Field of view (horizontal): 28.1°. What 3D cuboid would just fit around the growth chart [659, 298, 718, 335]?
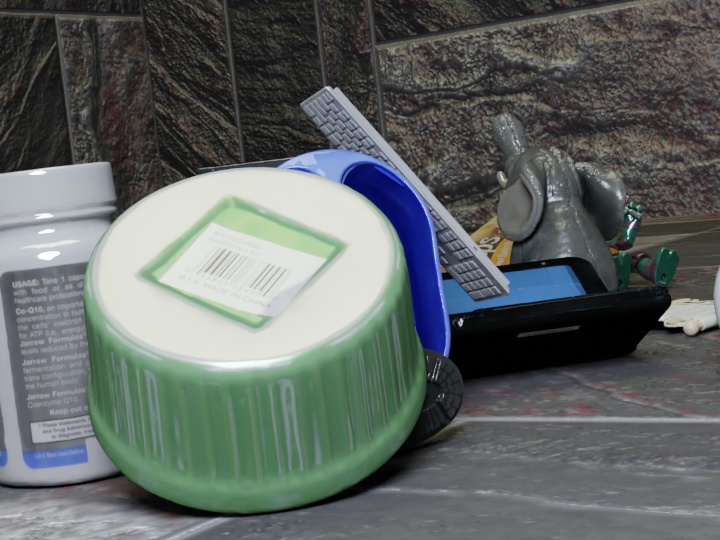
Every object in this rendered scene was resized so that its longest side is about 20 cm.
[{"bbox_3d":[0.284,0.041,1.376,0.144,0.018,0.200,-9,5,-37],"label":"growth chart"}]

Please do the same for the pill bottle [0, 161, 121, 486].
[{"bbox_3d":[-0.200,0.033,0.954,0.113,0.201,0.114,-6,4,0],"label":"pill bottle"}]

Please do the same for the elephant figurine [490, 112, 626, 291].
[{"bbox_3d":[0.181,-0.058,1.379,0.154,0.201,0.141,-2,3,27],"label":"elephant figurine"}]

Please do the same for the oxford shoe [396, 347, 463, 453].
[{"bbox_3d":[-0.034,0.083,0.903,0.199,0.073,0.084,-7,2,-14],"label":"oxford shoe"}]

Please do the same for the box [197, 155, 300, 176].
[{"bbox_3d":[-0.064,-0.027,1.594,0.196,0.201,0.117,-6,3,9],"label":"box"}]

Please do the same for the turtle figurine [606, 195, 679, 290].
[{"bbox_3d":[0.292,-0.027,1.763,0.149,0.101,0.200,-25,26,-16],"label":"turtle figurine"}]

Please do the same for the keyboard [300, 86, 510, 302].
[{"bbox_3d":[0.032,-0.053,1.048,0.011,0.200,0.056,-47,11,-27],"label":"keyboard"}]

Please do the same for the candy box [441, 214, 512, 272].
[{"bbox_3d":[0.163,-0.010,1.643,0.115,0.056,0.200,-4,23,41],"label":"candy box"}]

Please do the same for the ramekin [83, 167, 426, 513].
[{"bbox_3d":[-0.062,0.029,0.817,0.199,0.098,0.201,-1,41,1],"label":"ramekin"}]

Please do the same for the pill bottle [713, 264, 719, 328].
[{"bbox_3d":[0.308,0.015,1.012,0.113,0.115,0.200,-5,4,17],"label":"pill bottle"}]

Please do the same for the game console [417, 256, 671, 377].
[{"bbox_3d":[0.124,0.018,1.167,0.199,0.117,0.176,-8,-22,-10],"label":"game console"}]

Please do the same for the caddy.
[{"bbox_3d":[-0.015,0.017,1.009,0.141,0.201,0.105,-6,-13,-12],"label":"caddy"}]
